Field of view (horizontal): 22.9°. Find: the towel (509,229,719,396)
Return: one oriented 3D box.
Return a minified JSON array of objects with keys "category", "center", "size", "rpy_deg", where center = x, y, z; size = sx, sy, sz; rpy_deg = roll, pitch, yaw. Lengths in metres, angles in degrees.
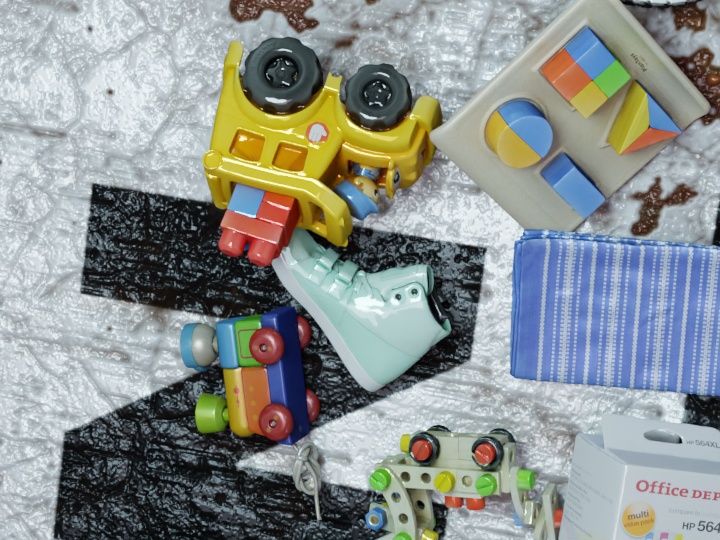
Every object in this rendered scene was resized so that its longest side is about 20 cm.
[{"category":"towel","center":[0.234,0.040,1.602],"size":[0.198,0.024,0.146],"rpy_deg":[4,109,8]}]

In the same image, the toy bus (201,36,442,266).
[{"category":"toy bus","center":[-0.043,-0.086,1.555],"size":[0.198,0.136,0.194],"rpy_deg":[14,71,6]}]

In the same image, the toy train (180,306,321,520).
[{"category":"toy train","center":[-0.103,0.139,1.663],"size":[0.115,0.085,0.202],"rpy_deg":[-4,97,21]}]

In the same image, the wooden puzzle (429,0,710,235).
[{"category":"wooden puzzle","center":[0.187,-0.122,1.538],"size":[0.200,0.046,0.185],"rpy_deg":[-40,129,14]}]

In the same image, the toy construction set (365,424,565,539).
[{"category":"toy construction set","center":[0.092,0.210,1.627],"size":[0.198,0.092,0.133],"rpy_deg":[-1,97,10]}]

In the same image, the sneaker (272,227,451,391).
[{"category":"sneaker","center":[0.000,0.000,1.623],"size":[0.118,0.074,0.201],"rpy_deg":[-34,101,19]}]

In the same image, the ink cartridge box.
[{"category":"ink cartridge box","center":[0.255,0.235,1.563],"size":[0.127,0.125,0.202],"rpy_deg":[7,96,-13]}]

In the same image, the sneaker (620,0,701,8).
[{"category":"sneaker","center":[0.215,-0.281,1.547],"size":[0.198,0.078,0.091],"rpy_deg":[14,98,9]}]
